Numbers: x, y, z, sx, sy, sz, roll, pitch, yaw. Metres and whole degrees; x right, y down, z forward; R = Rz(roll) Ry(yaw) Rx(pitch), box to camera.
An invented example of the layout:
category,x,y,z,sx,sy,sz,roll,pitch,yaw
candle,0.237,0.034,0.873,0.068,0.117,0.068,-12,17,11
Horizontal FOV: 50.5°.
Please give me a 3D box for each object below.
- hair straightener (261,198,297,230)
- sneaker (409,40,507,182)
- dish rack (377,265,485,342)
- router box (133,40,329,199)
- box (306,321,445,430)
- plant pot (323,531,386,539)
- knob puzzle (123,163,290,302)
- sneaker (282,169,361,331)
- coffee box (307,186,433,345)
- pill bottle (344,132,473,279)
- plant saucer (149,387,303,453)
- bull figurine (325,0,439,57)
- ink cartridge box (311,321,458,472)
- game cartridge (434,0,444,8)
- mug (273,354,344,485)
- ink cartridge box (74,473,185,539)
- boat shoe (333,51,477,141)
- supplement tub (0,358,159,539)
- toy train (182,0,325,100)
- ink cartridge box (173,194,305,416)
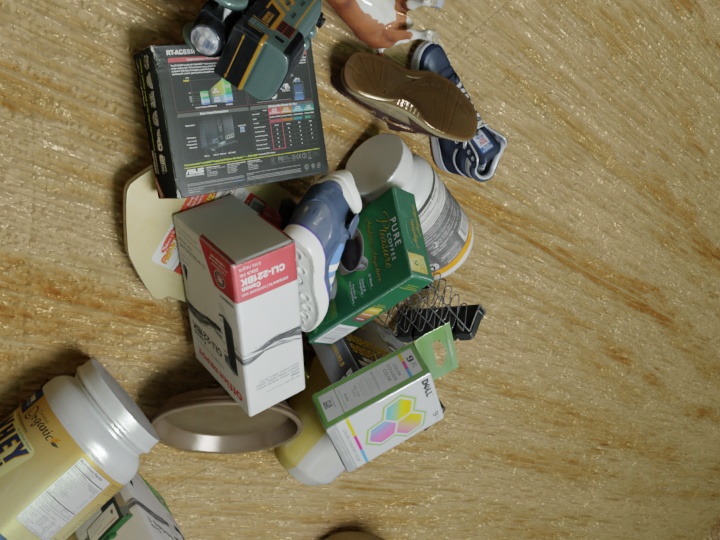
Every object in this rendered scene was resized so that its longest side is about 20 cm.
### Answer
category,x,y,z,sx,sy,sz,roll,pitch,yaw
hair straightener,-0.097,0.001,0.984,0.076,0.040,0.205,-28,135,-45
sneaker,0.135,-0.210,1.032,0.070,0.108,0.203,-36,130,-18
dish rack,0.071,0.039,1.082,0.200,0.150,0.056,45,51,-39
router box,-0.136,-0.169,0.836,0.196,0.061,0.154,-14,102,-35
box,0.017,0.131,1.078,0.048,0.160,0.198,-45,135,14
plant pot,-0.016,0.519,1.271,0.197,0.134,0.205,-18,122,-31
knob puzzle,-0.197,-0.060,0.893,0.216,0.030,0.225,-23,128,-32
sneaker,-0.044,-0.030,0.932,0.148,0.079,0.202,-56,166,-33
coffee box,0.000,0.000,0.956,0.043,0.126,0.199,14,143,-40
pill bottle,0.067,-0.085,1.038,0.117,0.116,0.200,-50,133,-5
plant saucer,-0.171,0.193,0.977,0.194,0.030,0.202,-2,151,-1
bull figurine,0.021,-0.301,0.872,0.198,0.119,0.067,23,76,-52
ink cartridge box,0.046,0.160,0.960,0.196,0.060,0.105,-28,136,-6
game cartridge,0.044,-0.406,0.910,0.196,0.041,0.137,3,106,-40
mug,-0.061,0.209,1.098,0.154,0.186,0.149,-50,168,7
ink cartridge box,-0.270,0.332,0.925,0.084,0.199,0.148,-39,132,-13
boat shoe,0.056,-0.212,0.969,0.195,0.072,0.074,15,78,-22
supplement tub,-0.338,0.211,0.847,0.199,0.144,0.146,-42,132,-14
toy train,-0.101,-0.255,0.773,0.113,0.202,0.085,33,129,-11
ink cartridge box,-0.137,0.040,0.878,0.082,0.143,0.205,-23,127,-30
